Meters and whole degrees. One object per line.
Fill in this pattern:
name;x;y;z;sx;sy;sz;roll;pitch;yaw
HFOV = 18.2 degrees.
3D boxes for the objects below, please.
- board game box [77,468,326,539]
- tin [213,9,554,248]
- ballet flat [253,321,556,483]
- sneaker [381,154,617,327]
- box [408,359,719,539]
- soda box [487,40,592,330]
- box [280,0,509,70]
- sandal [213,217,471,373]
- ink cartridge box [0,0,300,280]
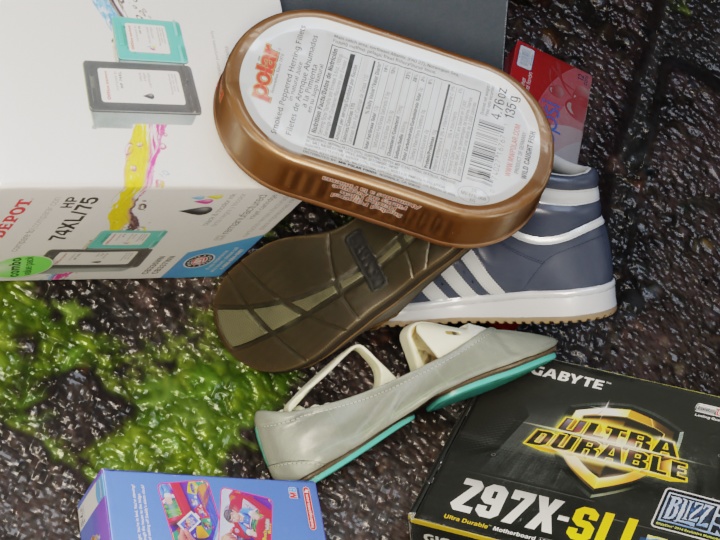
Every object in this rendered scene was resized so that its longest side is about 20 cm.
board game box;-0.076;0.210;1.234;0.134;0.045;0.201;6;53;-25
tin;0.015;-0.084;1.286;0.199;0.042;0.112;17;56;-5
ballet flat;0.027;0.065;1.354;0.199;0.067;0.064;-26;86;-19
sneaker;0.059;-0.024;1.397;0.199;0.109;0.070;-1;14;13
box;0.148;0.132;1.358;0.199;0.050;0.160;13;45;20
soda box;0.104;-0.058;1.524;0.063;0.070;0.201;25;48;-11
box;0.020;-0.172;1.461;0.148;0.108;0.200;3;23;1
sandal;0.000;0.000;1.356;0.055;0.200;0.082;20;40;-60
ink cartridge box;-0.156;-0.086;1.332;0.199;0.147;0.147;-1;69;-29
